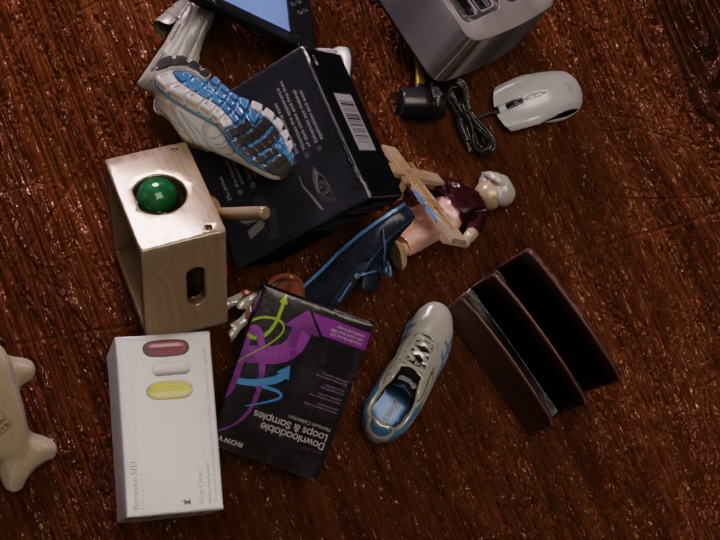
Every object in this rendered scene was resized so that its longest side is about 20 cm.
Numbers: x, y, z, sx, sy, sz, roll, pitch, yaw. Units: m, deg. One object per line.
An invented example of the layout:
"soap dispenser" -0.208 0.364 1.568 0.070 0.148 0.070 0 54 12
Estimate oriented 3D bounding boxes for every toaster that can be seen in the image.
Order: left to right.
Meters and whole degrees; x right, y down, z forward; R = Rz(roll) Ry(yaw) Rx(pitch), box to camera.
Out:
"toaster" 0.133 -0.354 1.788 0.180 0.119 0.201 -29 83 -33

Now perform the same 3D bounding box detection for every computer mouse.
"computer mouse" 0.218 -0.230 1.843 0.198 0.044 0.111 -19 82 -18

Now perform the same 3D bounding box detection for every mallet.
"mallet" 0.088 -0.295 1.831 0.065 0.041 0.202 10 71 -13

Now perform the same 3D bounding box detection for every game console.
"game console" -0.118 -0.398 1.716 0.199 0.116 0.177 20 45 -32

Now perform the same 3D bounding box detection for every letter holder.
"letter holder" 0.218 0.090 1.719 0.100 0.142 0.201 -35 88 -19

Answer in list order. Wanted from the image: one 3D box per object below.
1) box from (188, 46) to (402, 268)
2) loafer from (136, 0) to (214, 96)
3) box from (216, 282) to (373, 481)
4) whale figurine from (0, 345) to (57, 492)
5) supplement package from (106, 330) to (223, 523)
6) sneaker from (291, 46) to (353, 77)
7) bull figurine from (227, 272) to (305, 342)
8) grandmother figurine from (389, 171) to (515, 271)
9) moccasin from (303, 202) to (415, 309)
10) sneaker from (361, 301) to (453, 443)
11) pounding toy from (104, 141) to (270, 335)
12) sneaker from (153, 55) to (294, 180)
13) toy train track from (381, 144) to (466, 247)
"box" -0.086 -0.135 1.654 0.199 0.117 0.198 -26 84 22
"loafer" -0.227 -0.311 1.730 0.069 0.070 0.202 20 71 -12
"box" -0.084 0.133 1.619 0.142 0.036 0.202 19 94 -9
"whale figurine" -0.440 0.159 1.567 0.159 0.103 0.201 -47 116 -19
"supplement package" -0.229 0.183 1.572 0.110 0.156 0.202 -4 79 -15
"sneaker" -0.073 -0.199 1.752 0.114 0.075 0.202 7 66 -8
"bull figurine" -0.097 0.107 1.664 0.120 0.065 0.202 -12 91 -14
"grandmother figurine" 0.115 -0.077 1.776 0.199 0.061 0.122 -24 70 -21
"moccasin" 0.000 0.000 1.697 0.200 0.080 0.068 -44 84 17
"sneaker" 0.066 0.127 1.708 0.071 0.072 0.201 30 71 -5
"pounding toy" -0.201 -0.043 1.574 0.141 0.201 0.185 -14 50 -18
"sneaker" -0.163 -0.164 1.596 0.199 0.087 0.075 39 50 10
"toy train track" 0.072 -0.088 1.721 0.114 0.033 0.200 9 33 -38
